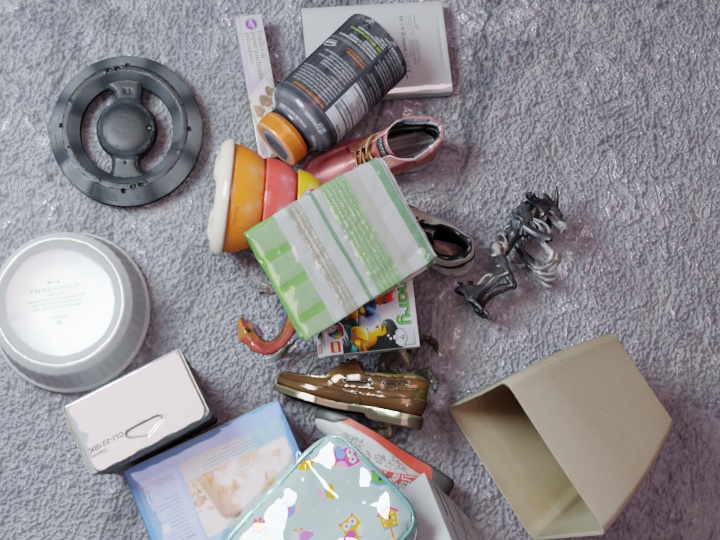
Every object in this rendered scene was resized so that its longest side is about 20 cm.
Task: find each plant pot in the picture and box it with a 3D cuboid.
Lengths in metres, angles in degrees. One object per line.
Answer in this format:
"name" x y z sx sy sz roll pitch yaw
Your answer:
"plant pot" 0.259 0.192 1.217 0.176 0.200 0.201 -31 84 -22

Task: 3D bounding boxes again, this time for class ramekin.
"ramekin" -0.362 0.046 1.219 0.199 0.094 0.206 1 80 -6

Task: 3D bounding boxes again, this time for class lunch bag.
"lunch bag" -0.043 0.286 1.070 0.200 0.077 0.160 -44 65 -11

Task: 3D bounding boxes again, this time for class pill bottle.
"pill bottle" -0.041 -0.227 1.269 0.106 0.106 0.200 44 77 3

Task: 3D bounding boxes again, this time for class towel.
"towel" -0.022 -0.028 1.170 0.198 0.031 0.151 -30 90 -20

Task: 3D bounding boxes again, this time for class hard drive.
"hard drive" 0.022 -0.300 1.358 0.197 0.026 0.134 -5 80 -7

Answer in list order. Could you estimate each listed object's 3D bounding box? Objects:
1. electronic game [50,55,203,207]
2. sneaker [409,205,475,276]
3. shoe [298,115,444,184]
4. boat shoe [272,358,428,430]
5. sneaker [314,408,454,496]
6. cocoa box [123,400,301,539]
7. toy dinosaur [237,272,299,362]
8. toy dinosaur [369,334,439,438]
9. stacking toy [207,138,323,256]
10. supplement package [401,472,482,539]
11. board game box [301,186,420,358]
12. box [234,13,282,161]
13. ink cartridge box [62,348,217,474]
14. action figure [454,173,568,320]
"electronic game" -0.305 -0.183 1.294 0.197 0.042 0.203 1 81 -6
"sneaker" 0.064 -0.058 1.292 0.197 0.080 0.075 21 80 0
"shoe" 0.013 -0.153 1.297 0.197 0.091 0.073 -15 81 -9
"boat shoe" -0.010 0.145 1.236 0.197 0.072 0.069 11 82 12
"sneaker" 0.011 0.263 1.229 0.200 0.067 0.109 31 76 -6
"cocoa box" -0.162 0.257 1.181 0.198 0.131 0.135 -24 83 -10
"toy dinosaur" -0.075 0.027 1.219 0.199 0.182 0.105 -36 109 31
"toy dinosaur" 0.058 0.117 1.277 0.087 0.048 0.203 4 76 1
"stacking toy" -0.091 -0.081 1.251 0.197 0.146 0.149 8 79 -9
"supplement package" 0.047 0.367 1.130 0.200 0.156 0.111 -42 111 7
"board game box" 0.000 0.000 1.205 0.124 0.035 0.203 -4 83 -23
"box" -0.134 -0.241 1.324 0.038 0.041 0.203 -9 81 -8
"ink cartridge box" -0.250 0.169 1.153 0.143 0.200 0.085 -27 83 -10
"action figure" 0.216 -0.022 1.286 0.102 0.119 0.201 38 87 21
